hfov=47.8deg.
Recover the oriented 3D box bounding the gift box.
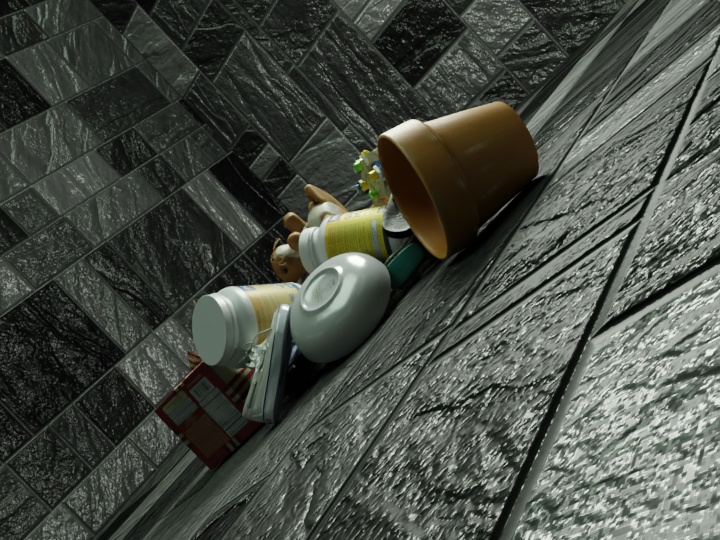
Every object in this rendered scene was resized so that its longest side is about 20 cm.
[{"bbox_3d":[-0.262,0.225,1.558,0.184,0.201,0.187,-38,4,20],"label":"gift box"}]

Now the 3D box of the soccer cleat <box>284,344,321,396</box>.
[{"bbox_3d":[-0.081,0.129,1.422,0.200,0.070,0.086,-46,20,4],"label":"soccer cleat"}]

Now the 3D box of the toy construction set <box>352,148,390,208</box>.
[{"bbox_3d":[0.033,-0.147,1.516,0.091,0.132,0.201,-21,-32,-23],"label":"toy construction set"}]

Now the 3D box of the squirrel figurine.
[{"bbox_3d":[-0.080,-0.042,1.641,0.199,0.142,0.187,19,-63,-45],"label":"squirrel figurine"}]

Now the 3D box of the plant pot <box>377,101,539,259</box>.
[{"bbox_3d":[0.150,-0.148,1.182,0.182,0.202,0.200,-29,1,-9],"label":"plant pot"}]

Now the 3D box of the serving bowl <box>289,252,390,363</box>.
[{"bbox_3d":[-0.046,0.048,1.331,0.199,0.066,0.202,-29,38,26],"label":"serving bowl"}]

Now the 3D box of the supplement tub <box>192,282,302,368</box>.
[{"bbox_3d":[-0.189,0.099,1.474,0.198,0.146,0.145,-3,-27,-41],"label":"supplement tub"}]

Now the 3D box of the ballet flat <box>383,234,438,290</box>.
[{"bbox_3d":[0.113,-0.046,1.335,0.200,0.074,0.074,-40,4,25],"label":"ballet flat"}]

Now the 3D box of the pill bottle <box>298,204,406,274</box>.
[{"bbox_3d":[-0.005,-0.049,1.453,0.198,0.114,0.113,-9,18,23],"label":"pill bottle"}]

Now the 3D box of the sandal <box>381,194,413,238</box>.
[{"bbox_3d":[0.078,-0.138,1.344,0.074,0.048,0.202,-3,46,15],"label":"sandal"}]

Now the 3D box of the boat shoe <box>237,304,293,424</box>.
[{"bbox_3d":[-0.165,0.152,1.363,0.075,0.085,0.205,69,-152,-70],"label":"boat shoe"}]

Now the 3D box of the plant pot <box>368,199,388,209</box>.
[{"bbox_3d":[0.094,-0.117,1.846,0.200,0.140,0.200,-45,2,2],"label":"plant pot"}]
